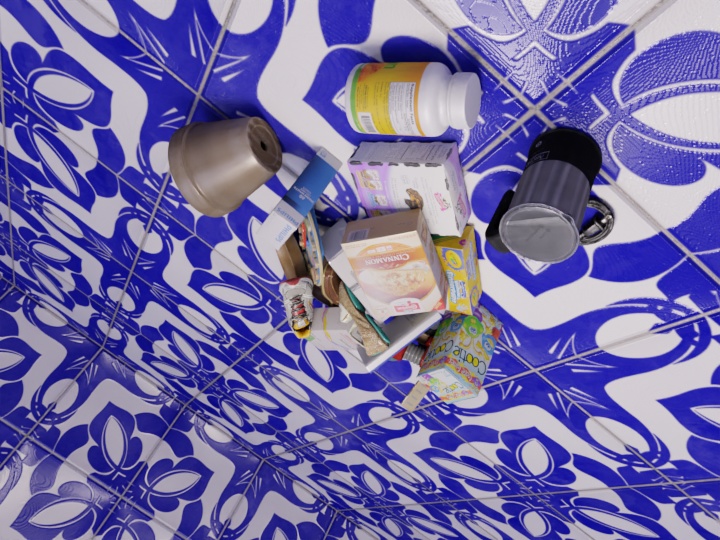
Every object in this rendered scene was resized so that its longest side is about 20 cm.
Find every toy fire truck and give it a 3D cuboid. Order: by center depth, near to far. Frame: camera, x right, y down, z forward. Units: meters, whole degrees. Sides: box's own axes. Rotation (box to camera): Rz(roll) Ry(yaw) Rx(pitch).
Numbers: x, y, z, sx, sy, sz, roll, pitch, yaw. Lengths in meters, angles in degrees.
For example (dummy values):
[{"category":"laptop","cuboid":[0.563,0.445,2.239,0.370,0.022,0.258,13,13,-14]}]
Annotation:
[{"category":"toy fire truck","cuboid":[0.133,0.218,1.384,0.175,0.201,0.129,24,144,10]}]

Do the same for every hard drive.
[{"category":"hard drive","cuboid":[0.085,0.146,1.299,0.025,0.199,0.132,53,179,-15]}]

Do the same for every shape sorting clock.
[{"category":"shape sorting clock","cuboid":[-0.117,-0.063,1.270,0.039,0.201,0.201,-9,144,-11]}]

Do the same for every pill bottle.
[{"category":"pill bottle","cuboid":[0.084,-0.272,0.903,0.198,0.111,0.112,10,140,27]}]

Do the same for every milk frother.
[{"category":"milk frother","cuboid":[0.321,-0.080,0.895,0.199,0.189,0.181,31,146,0]}]

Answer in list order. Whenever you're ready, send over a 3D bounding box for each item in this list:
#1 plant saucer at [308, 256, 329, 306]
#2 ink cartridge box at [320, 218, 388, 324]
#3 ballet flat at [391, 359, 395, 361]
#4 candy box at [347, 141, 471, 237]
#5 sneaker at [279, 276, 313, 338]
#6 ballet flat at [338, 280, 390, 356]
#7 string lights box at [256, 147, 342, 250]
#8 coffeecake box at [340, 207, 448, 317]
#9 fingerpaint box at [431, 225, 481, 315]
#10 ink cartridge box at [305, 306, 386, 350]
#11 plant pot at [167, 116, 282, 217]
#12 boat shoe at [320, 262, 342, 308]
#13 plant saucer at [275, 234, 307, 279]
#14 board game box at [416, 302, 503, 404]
[{"category":"plant saucer","cuboid":[-0.068,0.027,1.447,0.199,0.035,0.201,20,144,15]},{"category":"ink cartridge box","cuboid":[0.000,0.000,1.263,0.200,0.083,0.147,51,-178,-27]},{"category":"ballet flat","cuboid":[0.031,0.173,1.534,0.200,0.075,0.074,41,144,-17]},{"category":"candy box","cuboid":[0.095,-0.155,1.073,0.198,0.072,0.169,8,138,30]},{"category":"sneaker","cuboid":[-0.137,0.085,1.301,0.077,0.083,0.201,-13,145,-4]},{"category":"ballet flat","cuboid":[-0.010,0.109,1.267,0.201,0.065,0.070,55,-170,34]},{"category":"string lights box","cuboid":[-0.120,-0.144,1.133,0.059,0.201,0.103,38,144,-10]},{"category":"coffeecake box","cuboid":[0.072,-0.009,1.105,0.152,0.073,0.201,-9,129,22]},{"category":"fingerpaint box","cuboid":[0.161,-0.010,1.198,0.165,0.074,0.201,11,141,28]},{"category":"ink cartridge box","cuboid":[-0.045,0.145,1.395,0.198,0.068,0.117,-6,146,35]},{"category":"plant pot","cuboid":[-0.263,-0.229,1.170,0.172,0.201,0.201,-14,127,26]},{"category":"boat shoe","cuboid":[-0.047,0.050,1.377,0.067,0.072,0.201,9,146,18]},{"category":"plant saucer","cuboid":[-0.170,-0.034,1.376,0.200,0.035,0.202,159,90,-76]},{"category":"board game box","cuboid":[0.224,0.179,1.270,0.103,0.201,0.105,40,144,-13]}]
